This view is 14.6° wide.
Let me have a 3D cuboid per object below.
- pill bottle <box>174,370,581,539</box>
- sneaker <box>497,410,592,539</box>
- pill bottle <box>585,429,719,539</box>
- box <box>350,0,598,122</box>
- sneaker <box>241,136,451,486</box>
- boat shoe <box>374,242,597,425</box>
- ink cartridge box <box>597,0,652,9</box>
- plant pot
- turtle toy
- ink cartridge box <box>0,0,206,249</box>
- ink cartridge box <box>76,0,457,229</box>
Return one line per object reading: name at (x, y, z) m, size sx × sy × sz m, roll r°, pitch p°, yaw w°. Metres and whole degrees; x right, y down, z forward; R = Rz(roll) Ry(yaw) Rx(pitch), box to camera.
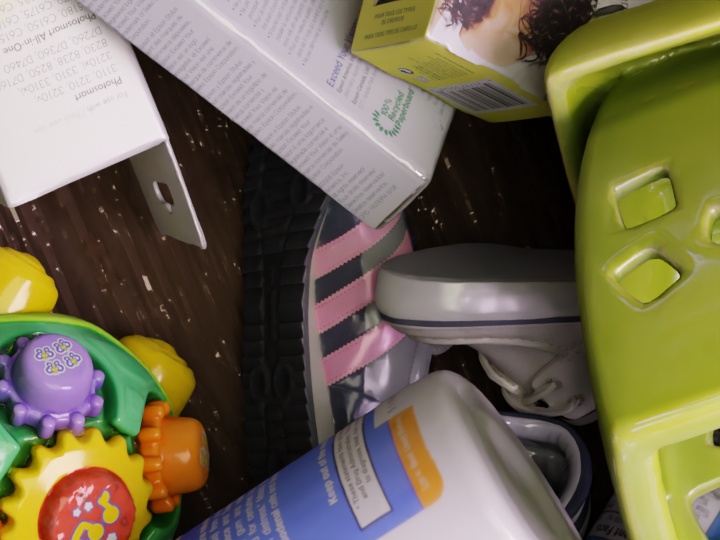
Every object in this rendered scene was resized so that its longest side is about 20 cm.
pill bottle at (-0.021, 0.134, 1.016) m, size 0.199 × 0.112 × 0.112 m, roll -33°, pitch 101°, yaw 11°
sneaker at (0.011, 0.127, 1.098) m, size 0.199 × 0.109 × 0.070 m, roll -30°, pitch 60°, yaw -22°
pill bottle at (0.146, 0.118, 1.100) m, size 0.112 × 0.112 × 0.201 m, roll 35°, pitch 78°, yaw -14°
box at (0.060, -0.161, 1.024) m, size 0.075 × 0.050 × 0.201 m, roll 22°, pitch 74°, yaw -34°
sneaker at (0.000, 0.000, 1.134) m, size 0.082 × 0.070 × 0.201 m, roll 0°, pitch 96°, yaw -32°
boat shoe at (0.085, 0.029, 1.128) m, size 0.199 × 0.071 × 0.070 m, roll 0°, pitch 101°, yaw -43°
ink cartridge box at (0.169, -0.112, 1.164) m, size 0.199 × 0.067 × 0.117 m, roll 6°, pitch 90°, yaw -15°
plant pot at (0.170, 0.001, 0.976) m, size 0.198 × 0.200 × 0.182 m, roll -17°, pitch 57°, yaw 5°
turtle toy at (-0.139, 0.070, 1.054) m, size 0.200 × 0.101 × 0.146 m, roll 35°, pitch 84°, yaw -35°
ink cartridge box at (-0.132, -0.091, 1.060) m, size 0.068 × 0.115 × 0.201 m, roll -24°, pitch 98°, yaw -10°
ink cartridge box at (-0.039, -0.138, 1.059) m, size 0.200 × 0.197 × 0.043 m, roll 38°, pitch 127°, yaw -12°
